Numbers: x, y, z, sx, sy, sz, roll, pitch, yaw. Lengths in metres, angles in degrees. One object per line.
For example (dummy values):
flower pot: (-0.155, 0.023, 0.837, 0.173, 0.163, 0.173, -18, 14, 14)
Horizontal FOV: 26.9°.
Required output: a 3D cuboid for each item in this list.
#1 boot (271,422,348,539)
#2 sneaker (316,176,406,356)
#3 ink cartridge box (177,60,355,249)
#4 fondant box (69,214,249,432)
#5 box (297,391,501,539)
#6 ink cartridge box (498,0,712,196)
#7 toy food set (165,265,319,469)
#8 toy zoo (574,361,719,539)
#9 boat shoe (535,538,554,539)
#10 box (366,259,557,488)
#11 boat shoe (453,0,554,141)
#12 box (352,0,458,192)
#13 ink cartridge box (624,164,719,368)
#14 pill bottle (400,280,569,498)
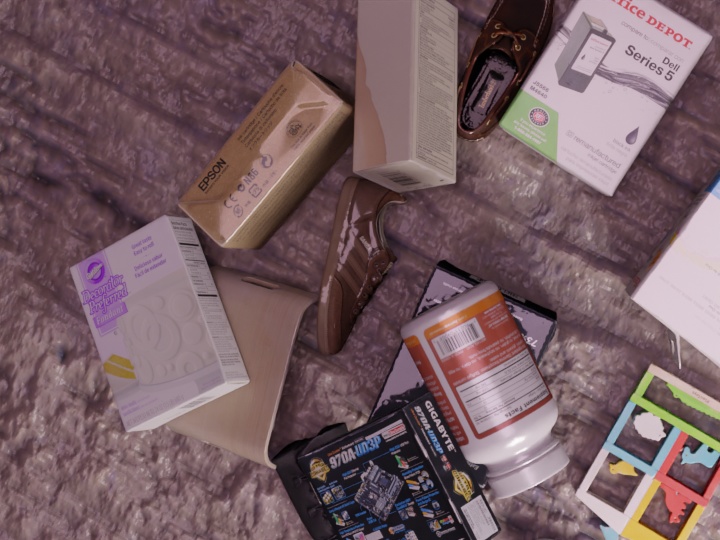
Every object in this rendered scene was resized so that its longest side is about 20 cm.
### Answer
boot: (0.013, 0.261, 1.680, 0.164, 0.066, 0.201, -25, 85, 6)
sneaker: (0.000, 0.000, 1.663, 0.075, 0.070, 0.202, 10, 94, 6)
ink cartridge box: (-0.090, -0.120, 1.622, 0.075, 0.165, 0.200, 41, 96, 7)
fondant box: (-0.224, 0.060, 1.670, 0.143, 0.058, 0.202, -26, 76, 23)
box: (0.036, 0.233, 1.563, 0.200, 0.046, 0.160, -32, 84, 48)
ink cartridge box: (0.261, -0.201, 1.610, 0.145, 0.084, 0.201, 32, 96, 5)
toy food set: (-0.132, 0.107, 1.689, 0.142, 0.060, 0.202, 17, 94, 27)
toy zoo: (0.325, 0.219, 1.652, 0.130, 0.020, 0.201, 29, 96, 6)
boat shoe: (0.247, 0.384, 1.647, 0.070, 0.066, 0.201, -33, 88, 8)
box: (0.110, 0.110, 1.635, 0.147, 0.104, 0.201, 25, 96, 5)
boat shoe: (0.156, -0.233, 1.632, 0.070, 0.070, 0.202, 23, 94, 7)
box: (0.049, -0.195, 1.602, 0.077, 0.095, 0.202, -8, 72, 35)
ink cartridge box: (0.372, 0.003, 1.582, 0.125, 0.129, 0.201, 38, 96, 5)
pill bottle: (0.130, 0.122, 1.524, 0.111, 0.112, 0.201, -27, 89, 8)
